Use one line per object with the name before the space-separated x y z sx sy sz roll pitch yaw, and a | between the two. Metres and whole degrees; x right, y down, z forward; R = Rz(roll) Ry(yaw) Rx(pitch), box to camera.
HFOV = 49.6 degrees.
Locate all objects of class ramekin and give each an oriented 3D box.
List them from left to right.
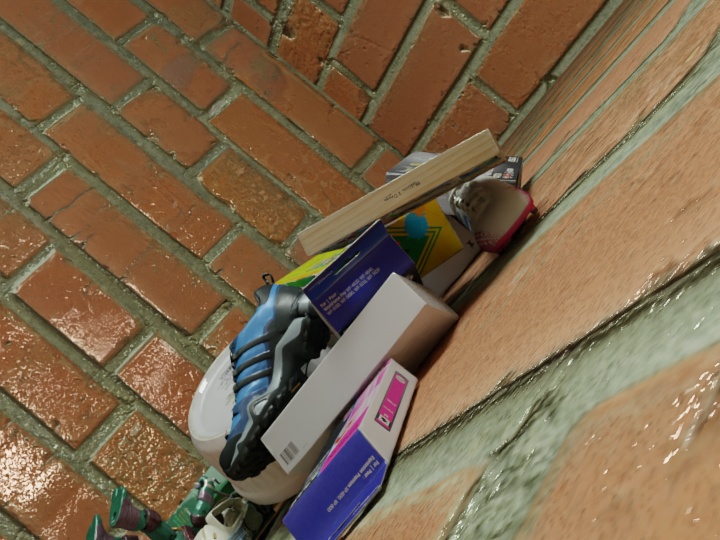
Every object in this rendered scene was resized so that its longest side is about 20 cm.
ramekin | -0.105 0.151 0.889 0.200 0.105 0.201 -35 30 24

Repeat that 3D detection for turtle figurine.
turtle figurine | -0.219 0.324 0.944 0.150 0.199 0.101 -59 33 9

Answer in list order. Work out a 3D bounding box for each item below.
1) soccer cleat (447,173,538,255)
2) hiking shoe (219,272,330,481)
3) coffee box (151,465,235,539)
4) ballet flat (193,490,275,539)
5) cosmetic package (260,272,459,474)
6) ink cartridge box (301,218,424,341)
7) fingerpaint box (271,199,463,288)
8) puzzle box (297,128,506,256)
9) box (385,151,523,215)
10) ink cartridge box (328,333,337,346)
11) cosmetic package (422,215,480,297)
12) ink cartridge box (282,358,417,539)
soccer cleat | 0.125 -0.067 0.814 0.070 0.086 0.200 -51 1 5
hiking shoe | -0.096 0.107 0.774 0.201 0.086 0.074 -67 -29 -17
coffee box | -0.195 0.336 1.088 0.200 0.044 0.123 -52 -38 -8
ballet flat | -0.154 0.307 0.878 0.074 0.074 0.200 -51 -1 9
cosmetic package | -0.001 0.099 0.723 0.200 0.051 0.082 -51 -30 9
ink cartridge box | 0.017 0.038 0.763 0.099 0.039 0.200 -42 -29 -5
fingerpaint box | 0.000 0.000 0.911 0.166 0.074 0.200 -34 7 -21
puzzle box | 0.045 -0.072 0.751 0.199 0.026 0.133 -28 -1 15
box | 0.128 -0.116 1.013 0.200 0.157 0.049 -47 -39 -69
ink cartridge box | -0.025 0.093 1.086 0.160 0.051 0.200 -8 1 1
cosmetic package | 0.126 -0.047 1.088 0.102 0.071 0.200 -52 0 21
ink cartridge box | -0.006 0.140 0.588 0.095 0.037 0.200 -52 1 16
